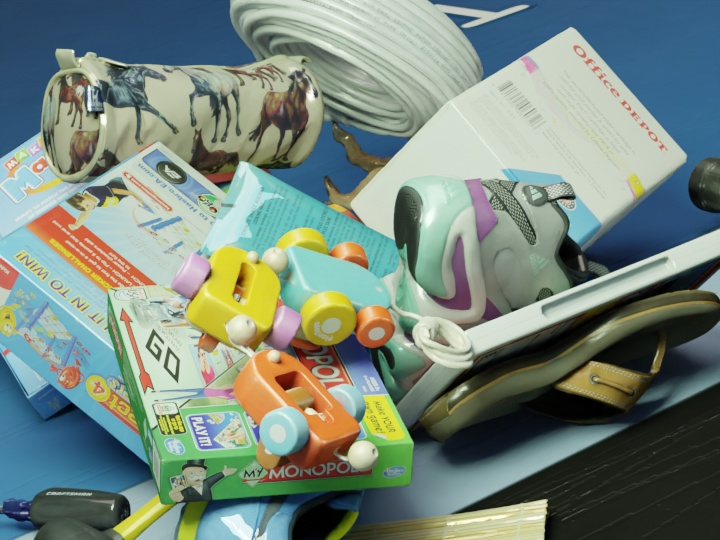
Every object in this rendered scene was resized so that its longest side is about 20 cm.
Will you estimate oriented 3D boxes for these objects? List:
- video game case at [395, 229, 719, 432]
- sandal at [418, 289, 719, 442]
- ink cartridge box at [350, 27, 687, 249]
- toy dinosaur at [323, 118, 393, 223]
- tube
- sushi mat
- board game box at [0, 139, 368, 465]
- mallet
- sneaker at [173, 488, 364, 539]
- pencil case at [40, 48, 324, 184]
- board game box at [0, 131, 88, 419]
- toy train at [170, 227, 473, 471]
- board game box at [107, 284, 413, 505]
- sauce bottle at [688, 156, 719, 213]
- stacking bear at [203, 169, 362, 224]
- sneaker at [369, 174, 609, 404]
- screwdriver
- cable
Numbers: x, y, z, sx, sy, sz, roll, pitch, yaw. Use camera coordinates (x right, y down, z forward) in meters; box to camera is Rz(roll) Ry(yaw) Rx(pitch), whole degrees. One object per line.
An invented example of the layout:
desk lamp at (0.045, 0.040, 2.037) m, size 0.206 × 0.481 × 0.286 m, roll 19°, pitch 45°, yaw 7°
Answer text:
video game case at (0.123, 0.038, 1.289) m, size 0.200 × 0.017 × 0.143 m, roll -20°, pitch -16°, yaw -26°
sandal at (0.130, 0.067, 1.255) m, size 0.200 × 0.055 × 0.082 m, roll -21°, pitch -15°, yaw -24°
ink cartridge box at (0.118, -0.065, 1.471) m, size 0.200 × 0.129 × 0.125 m, roll -33°, pitch -9°, yaw -49°
toy dinosaur at (0.045, -0.063, 1.634) m, size 0.135 × 0.086 × 0.200 m, roll -4°, pitch 24°, yaw 6°
tube at (0.000, 0.000, 1.368) m, size 0.200 × 0.050 × 0.078 m, roll 26°, pitch 50°, yaw -7°
sushi mat at (0.002, 0.158, 1.146) m, size 0.199 × 0.012 × 0.096 m, roll -7°, pitch 21°, yaw 9°
board game box at (-0.114, 0.028, 1.334) m, size 0.200 × 0.056 × 0.196 m, roll 38°, pitch 35°, yaw 9°
mallet at (-0.102, 0.117, 1.205) m, size 0.200 × 0.041 × 0.066 m, roll -42°, pitch 33°, yaw -27°
sneaker at (-0.021, 0.119, 1.168) m, size 0.078 × 0.066 × 0.200 m, roll 15°, pitch 27°, yaw 22°
pencil case at (-0.121, -0.110, 1.474) m, size 0.200 × 0.090 × 0.078 m, roll -6°, pitch 18°, yaw -36°
board game box at (-0.207, -0.011, 1.489) m, size 0.151 × 0.037 × 0.200 m, roll -34°, pitch 55°, yaw -6°
toy train at (-0.028, 0.048, 1.120) m, size 0.150 × 0.056 × 0.200 m, roll 43°, pitch 27°, yaw 13°
board game box at (-0.061, 0.061, 1.173) m, size 0.134 × 0.029 × 0.200 m, roll -4°, pitch 27°, yaw -14°
sauce bottle at (0.305, -0.045, 1.470) m, size 0.065 × 0.065 × 0.200 m, roll -21°, pitch 23°, yaw -26°
stacking bear at (-0.062, -0.013, 1.498) m, size 0.121 × 0.114 × 0.200 m, roll 2°, pitch 8°, yaw -37°
sneaker at (0.083, 0.015, 1.288) m, size 0.140 × 0.200 × 0.078 m, roll -5°, pitch 59°, yaw -14°
screwdriver at (-0.228, 0.141, 1.284) m, size 0.200 × 0.028 × 0.029 m, roll 3°, pitch 52°, yaw 25°
cable at (-0.001, -0.165, 1.563) m, size 0.200 × 0.200 × 0.069 m, roll 21°, pitch 77°, yaw 32°
